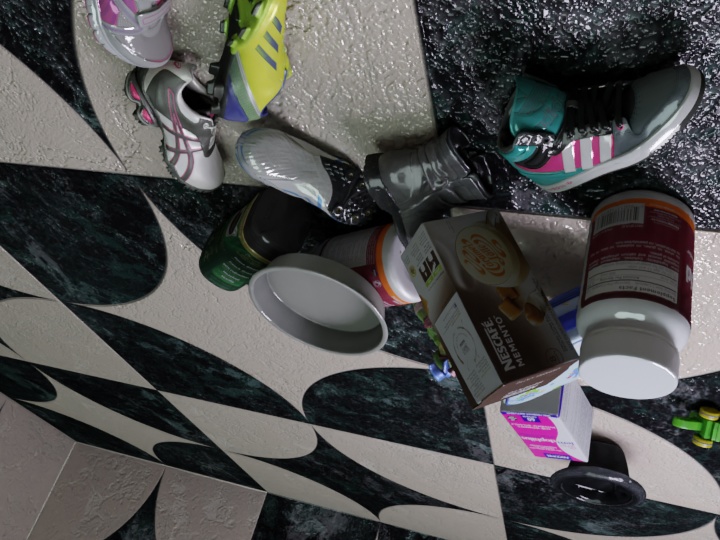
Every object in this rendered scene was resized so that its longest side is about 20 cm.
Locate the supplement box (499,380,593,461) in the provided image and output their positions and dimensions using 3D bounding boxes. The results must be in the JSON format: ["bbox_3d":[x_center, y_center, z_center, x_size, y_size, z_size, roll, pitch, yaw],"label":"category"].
[{"bbox_3d":[0.325,0.241,1.185,0.100,0.104,0.200,-4,145,33],"label":"supplement box"}]

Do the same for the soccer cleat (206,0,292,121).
[{"bbox_3d":[-0.103,-0.228,0.711,0.083,0.065,0.200,-2,155,-26],"label":"soccer cleat"}]

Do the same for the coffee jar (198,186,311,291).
[{"bbox_3d":[-0.151,-0.044,0.983,0.085,0.105,0.199,33,149,-23],"label":"coffee jar"}]

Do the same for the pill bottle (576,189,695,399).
[{"bbox_3d":[0.294,0.025,0.738,0.113,0.202,0.115,14,151,8],"label":"pill bottle"}]

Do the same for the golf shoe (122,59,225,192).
[{"bbox_3d":[-0.205,-0.169,0.840,0.087,0.078,0.201,-1,146,19],"label":"golf shoe"}]

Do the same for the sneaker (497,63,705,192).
[{"bbox_3d":[0.197,-0.147,0.636,0.120,0.085,0.200,21,153,-23],"label":"sneaker"}]

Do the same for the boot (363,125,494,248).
[{"bbox_3d":[0.101,-0.080,0.821,0.130,0.071,0.200,-10,147,28],"label":"boot"}]

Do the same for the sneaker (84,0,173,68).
[{"bbox_3d":[-0.215,-0.275,0.658,0.087,0.082,0.201,13,151,14],"label":"sneaker"}]

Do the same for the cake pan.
[{"bbox_3d":[-0.053,0.045,0.922,0.198,0.037,0.201,16,147,11],"label":"cake pan"}]

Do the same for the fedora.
[{"bbox_3d":[0.473,0.397,1.366,0.198,0.092,0.201,14,151,8],"label":"fedora"}]

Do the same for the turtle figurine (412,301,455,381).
[{"bbox_3d":[0.154,0.040,0.979,0.143,0.200,0.195,37,132,12],"label":"turtle figurine"}]

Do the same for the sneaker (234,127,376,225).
[{"bbox_3d":[-0.064,-0.119,0.860,0.199,0.072,0.072,27,-175,-26],"label":"sneaker"}]

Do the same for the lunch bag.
[{"bbox_3d":[0.260,0.089,0.891,0.198,0.083,0.161,-25,153,-3],"label":"lunch bag"}]

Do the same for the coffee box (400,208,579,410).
[{"bbox_3d":[0.142,0.040,0.781,0.113,0.202,0.080,-11,154,-26],"label":"coffee box"}]

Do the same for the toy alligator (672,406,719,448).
[{"bbox_3d":[0.602,0.257,1.103,0.197,0.060,0.054,10,-168,14],"label":"toy alligator"}]

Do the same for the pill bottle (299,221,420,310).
[{"bbox_3d":[0.000,0.000,0.963,0.199,0.111,0.109,-11,139,41],"label":"pill bottle"}]
